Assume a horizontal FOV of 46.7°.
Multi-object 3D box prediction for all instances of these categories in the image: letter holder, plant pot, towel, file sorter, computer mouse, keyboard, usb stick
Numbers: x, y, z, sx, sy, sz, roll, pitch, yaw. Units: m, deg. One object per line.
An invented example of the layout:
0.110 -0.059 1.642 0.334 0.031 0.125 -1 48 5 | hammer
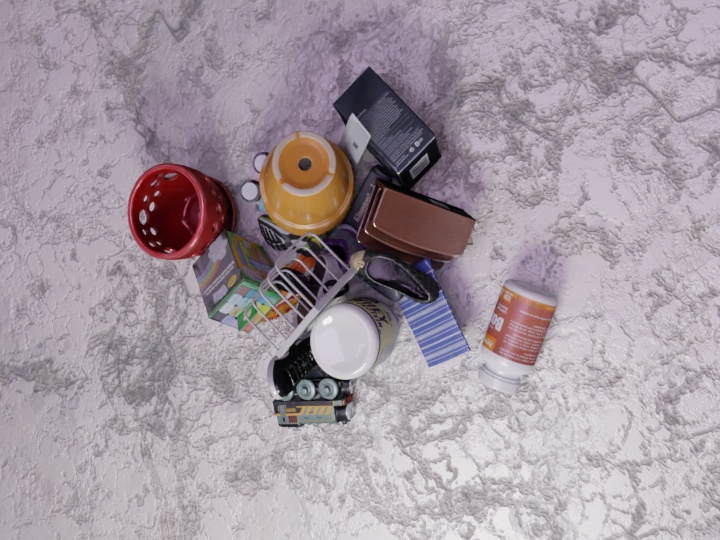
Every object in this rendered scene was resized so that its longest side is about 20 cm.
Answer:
0.104 -0.076 1.648 0.196 0.101 0.145 18 102 -14 | letter holder
-0.381 -0.127 1.831 0.196 0.182 0.206 1 93 21 | plant pot
0.140 0.087 1.694 0.144 0.024 0.204 -33 80 54 | towel
-0.126 0.045 1.634 0.124 0.139 0.200 43 139 2 | file sorter
-0.108 -0.185 1.646 0.195 0.183 0.206 0 82 -1 | plant pot
-0.100 0.022 1.722 0.196 0.034 0.060 8 127 35 | computer mouse
-0.014 -0.254 1.651 0.011 0.200 0.056 -44 89 -13 | keyboard
0.006 -0.129 1.731 0.055 0.032 0.202 41 127 14 | usb stick

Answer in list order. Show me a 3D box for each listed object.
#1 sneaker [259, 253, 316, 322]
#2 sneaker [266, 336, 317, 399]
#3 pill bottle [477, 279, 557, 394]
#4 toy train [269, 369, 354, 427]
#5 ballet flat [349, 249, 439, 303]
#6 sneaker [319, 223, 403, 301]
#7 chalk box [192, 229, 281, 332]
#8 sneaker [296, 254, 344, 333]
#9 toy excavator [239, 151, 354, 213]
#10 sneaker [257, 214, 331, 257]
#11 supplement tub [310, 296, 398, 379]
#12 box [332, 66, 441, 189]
-0.165 0.037 1.828 0.200 0.073 0.078 -43 64 10 | sneaker
-0.120 0.187 1.741 0.110 0.201 0.074 -21 108 20 | sneaker
0.300 0.129 1.624 0.110 0.112 0.204 22 100 18 | pill bottle
-0.103 0.279 1.806 0.195 0.085 0.117 -5 103 19 | toy train
0.065 0.008 1.638 0.196 0.057 0.068 22 102 17 | ballet flat
0.000 0.000 1.714 0.200 0.087 0.075 45 134 8 | sneaker
-0.256 0.040 1.775 0.124 0.123 0.202 -42 50 20 | chalk box
-0.074 0.056 1.788 0.073 0.083 0.202 55 133 37 | sneaker
-0.132 -0.196 1.792 0.197 0.100 0.198 28 99 4 | toy excavator
-0.143 -0.086 1.808 0.197 0.081 0.075 19 137 34 | sneaker
-0.006 0.131 1.691 0.141 0.199 0.149 1 95 18 | supplement tub
0.056 -0.280 1.668 0.107 0.148 0.200 -43 78 2 | box
